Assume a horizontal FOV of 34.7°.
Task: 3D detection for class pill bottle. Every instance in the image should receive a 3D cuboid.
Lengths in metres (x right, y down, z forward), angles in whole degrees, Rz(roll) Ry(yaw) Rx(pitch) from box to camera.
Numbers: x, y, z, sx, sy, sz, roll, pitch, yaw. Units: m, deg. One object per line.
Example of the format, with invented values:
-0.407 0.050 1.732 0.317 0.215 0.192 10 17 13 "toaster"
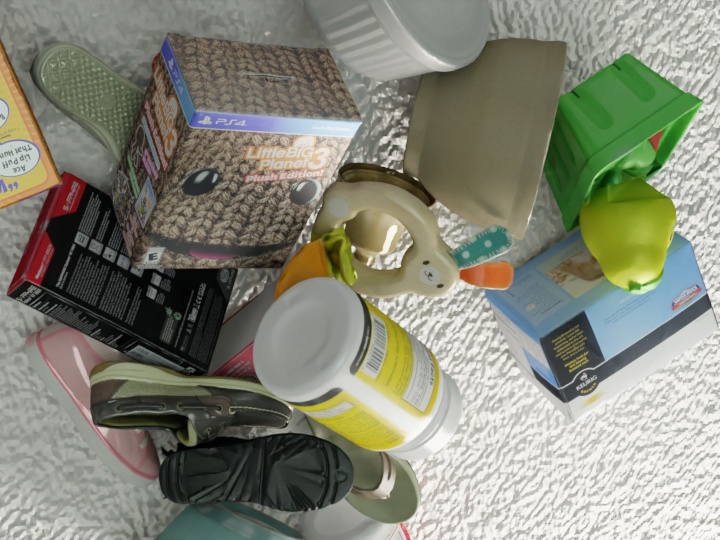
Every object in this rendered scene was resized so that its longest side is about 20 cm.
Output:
0.004 0.097 1.050 0.114 0.114 0.200 -50 135 1 "pill bottle"
0.017 0.348 1.295 0.112 0.112 0.200 -28 114 -10 "pill bottle"

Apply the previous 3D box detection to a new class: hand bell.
0.000 0.000 1.204 0.104 0.104 0.200 7 116 -22 "hand bell"

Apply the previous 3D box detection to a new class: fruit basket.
0.275 -0.087 1.177 0.155 0.216 0.216 -33 115 -7 "fruit basket"

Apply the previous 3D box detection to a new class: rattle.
0.040 0.001 1.076 0.200 0.143 0.130 24 110 3 "rattle"

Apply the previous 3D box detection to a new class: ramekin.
0.026 -0.270 1.065 0.202 0.094 0.203 23 59 -45 "ramekin"

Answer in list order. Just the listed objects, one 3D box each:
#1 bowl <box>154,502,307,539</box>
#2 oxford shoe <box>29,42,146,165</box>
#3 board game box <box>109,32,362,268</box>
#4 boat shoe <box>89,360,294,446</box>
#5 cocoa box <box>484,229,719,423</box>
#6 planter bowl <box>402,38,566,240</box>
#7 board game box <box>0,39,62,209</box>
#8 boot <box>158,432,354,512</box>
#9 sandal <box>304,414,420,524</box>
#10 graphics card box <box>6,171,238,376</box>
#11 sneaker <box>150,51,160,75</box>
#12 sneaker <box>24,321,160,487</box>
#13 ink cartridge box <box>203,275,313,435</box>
-0.128 0.304 1.194 0.201 0.201 0.105 27 84 -25 "bowl"
-0.229 -0.147 1.080 0.075 0.058 0.200 -54 131 -5 "oxford shoe"
-0.118 -0.101 1.042 0.159 0.097 0.200 -1 141 -31 "board game box"
-0.160 0.136 1.094 0.200 0.072 0.066 13 60 -21 "boat shoe"
0.265 0.043 1.271 0.200 0.133 0.131 -32 121 -7 "cocoa box"
0.117 -0.142 1.147 0.134 0.200 0.201 13 104 5 "planter bowl"
-0.384 -0.143 0.940 0.200 0.200 0.200 -24 113 -12 "board game box"
-0.107 0.199 1.154 0.198 0.162 0.074 -2 84 -2 "boot"
-0.003 0.194 1.166 0.080 0.057 0.201 -25 122 10 "sandal"
-0.222 0.009 1.097 0.200 0.051 0.126 29 53 -25 "graphics card box"
-0.105 -0.158 1.107 0.200 0.077 0.073 14 100 -25 "sneaker"
-0.234 0.122 1.145 0.105 0.075 0.200 -31 111 3 "sneaker"
-0.040 0.107 1.191 0.146 0.083 0.200 -39 119 20 "ink cartridge box"
